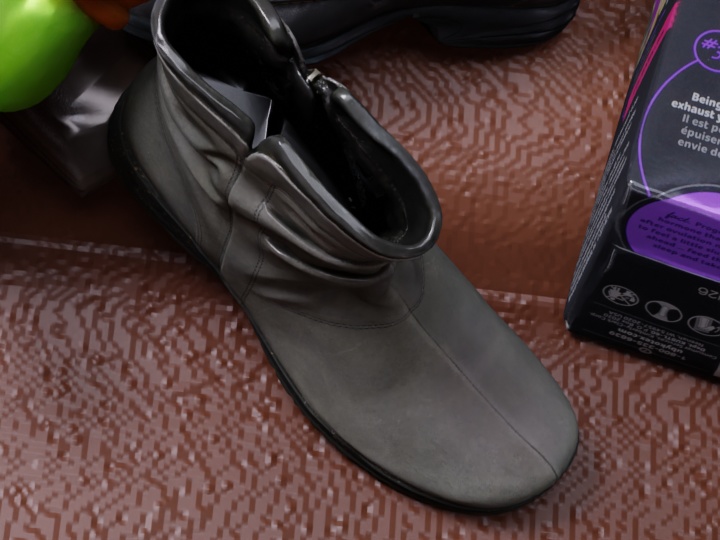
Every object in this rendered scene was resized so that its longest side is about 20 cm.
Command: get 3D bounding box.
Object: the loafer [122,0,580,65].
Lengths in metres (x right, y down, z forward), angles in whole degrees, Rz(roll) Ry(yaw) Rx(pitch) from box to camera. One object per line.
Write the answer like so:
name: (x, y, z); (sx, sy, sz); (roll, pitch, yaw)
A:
loafer: (-0.001, -0.118, 0.807); (0.199, 0.072, 0.073); (-10, 61, -32)

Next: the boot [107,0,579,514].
boot: (0.000, 0.000, 0.730); (0.200, 0.131, 0.068); (44, 76, -5)

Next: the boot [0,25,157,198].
boot: (-0.110, -0.138, 0.838); (0.200, 0.064, 0.187); (34, 64, 5)

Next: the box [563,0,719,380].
box: (0.158, -0.067, 0.816); (0.122, 0.106, 0.201); (19, 63, 2)

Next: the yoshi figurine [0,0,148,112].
yoshi figurine: (-0.159, -0.060, 0.719); (0.112, 0.200, 0.113); (39, 22, -21)
